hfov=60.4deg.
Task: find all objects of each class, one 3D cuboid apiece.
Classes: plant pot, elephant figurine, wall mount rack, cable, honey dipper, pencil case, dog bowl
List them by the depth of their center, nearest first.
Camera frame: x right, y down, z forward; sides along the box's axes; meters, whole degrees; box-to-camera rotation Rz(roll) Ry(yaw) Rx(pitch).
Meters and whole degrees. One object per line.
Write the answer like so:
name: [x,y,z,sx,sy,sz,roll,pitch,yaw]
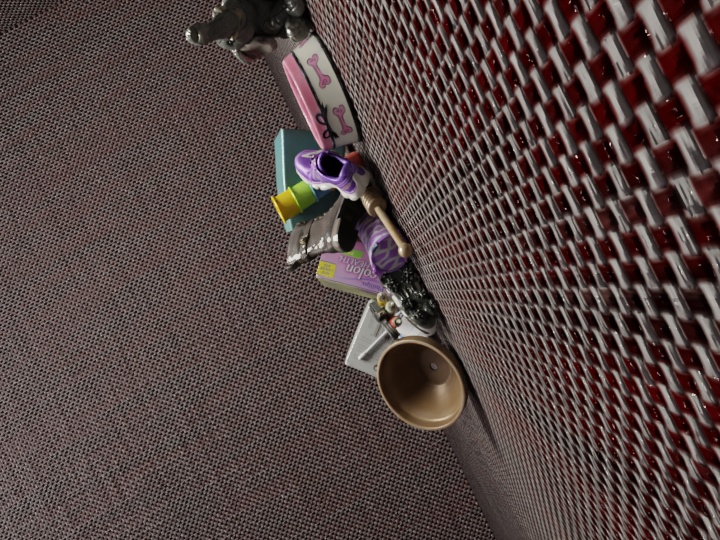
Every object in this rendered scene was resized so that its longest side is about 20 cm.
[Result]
elephant figurine: [-0.194,-0.421,1.039,0.144,0.196,0.156,61,178,29]
honey dipper: [0.046,-0.082,1.081,0.038,0.037,0.202,64,180,-40]
dog bowl: [-0.072,-0.307,1.096,0.204,0.072,0.200,64,179,3]
pencil case: [0.031,-0.070,1.203,0.082,0.087,0.201,22,-157,-26]
plant pot: [0.139,0.218,1.287,0.092,0.197,0.205,-37,-78,-54]
cable: [0.058,0.096,1.317,0.099,0.050,0.200,59,177,4]
plant pot: [-0.110,-0.184,1.329,0.141,0.137,0.207,-175,85,-76]
wall mount rack: [0.093,0.180,1.398,0.200,0.175,0.074,47,-142,11]

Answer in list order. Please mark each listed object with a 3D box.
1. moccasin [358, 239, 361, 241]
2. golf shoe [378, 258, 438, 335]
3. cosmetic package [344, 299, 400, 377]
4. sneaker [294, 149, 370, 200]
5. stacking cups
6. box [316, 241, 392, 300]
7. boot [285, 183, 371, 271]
moccasin: [0.018,-0.065,1.568,0.205,0.072,0.078,63,155,23]
golf shoe: [0.092,0.047,1.227,0.095,0.076,0.203,65,179,-51]
cosmetic package: [0.064,0.180,1.539,0.161,0.169,0.200,24,177,2]
sneaker: [-0.062,-0.198,1.145,0.198,0.082,0.083,24,172,46]
stacking cups: [-0.081,-0.168,1.242,0.061,0.197,0.061,57,171,15]
box: [0.000,0.000,1.405,0.200,0.171,0.100,71,-147,-83]
boot: [-0.070,-0.100,1.213,0.069,0.171,0.204,39,-123,-33]
